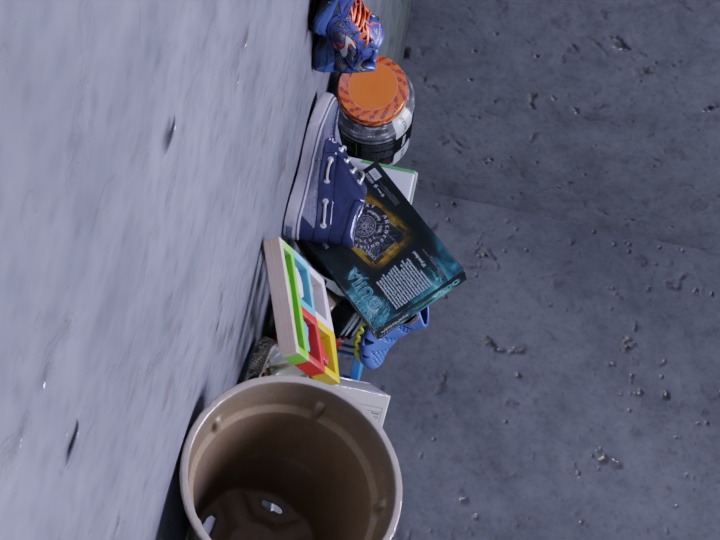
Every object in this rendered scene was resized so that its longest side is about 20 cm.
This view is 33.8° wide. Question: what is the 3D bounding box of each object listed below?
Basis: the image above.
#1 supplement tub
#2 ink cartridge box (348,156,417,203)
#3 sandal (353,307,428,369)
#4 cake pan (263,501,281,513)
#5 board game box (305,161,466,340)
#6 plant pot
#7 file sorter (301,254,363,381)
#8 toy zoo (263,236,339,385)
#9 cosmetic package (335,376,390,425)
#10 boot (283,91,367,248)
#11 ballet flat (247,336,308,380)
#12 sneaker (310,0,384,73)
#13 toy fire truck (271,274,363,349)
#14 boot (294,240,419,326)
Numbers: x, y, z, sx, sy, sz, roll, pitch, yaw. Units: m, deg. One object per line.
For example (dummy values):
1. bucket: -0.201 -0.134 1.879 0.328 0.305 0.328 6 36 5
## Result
1. supplement tub: 0.016 -0.226 1.698 0.200 0.122 0.123 93 10 -79
2. ink cartridge box: -0.003 -0.086 1.626 0.200 0.145 0.085 89 13 -78
3. sandal: 0.056 0.056 1.623 0.079 0.087 0.201 -30 148 -60
4. cake pan: -0.099 0.315 1.422 0.200 0.036 0.202 -2 90 -80
5. board game box: 0.020 -0.027 1.462 0.200 0.135 0.028 54 -7 29
6. plant pot: -0.083 0.228 1.102 0.184 0.199 0.201 118 -12 -53
7. file sorter: -0.044 0.076 1.766 0.139 0.122 0.201 -75 176 -53
8. toy zoo: -0.060 0.054 1.335 0.200 0.020 0.132 49 30 -67
9. cosmetic package: -0.040 0.253 1.662 0.087 0.103 0.201 22 -84 69
10. boot: -0.030 -0.123 1.471 0.073 0.090 0.201 95 8 -72
11. ballet flat: -0.095 0.135 1.310 0.068 0.075 0.200 51 29 -21
12. sneaker: -0.010 -0.279 1.325 0.200 0.078 0.076 91 10 -78
13. toy fire truck: -0.077 0.115 1.517 0.200 0.128 0.176 -54 173 1
14. boot: 0.000 0.000 1.515 0.075 0.200 0.097 -51 -166 -2
